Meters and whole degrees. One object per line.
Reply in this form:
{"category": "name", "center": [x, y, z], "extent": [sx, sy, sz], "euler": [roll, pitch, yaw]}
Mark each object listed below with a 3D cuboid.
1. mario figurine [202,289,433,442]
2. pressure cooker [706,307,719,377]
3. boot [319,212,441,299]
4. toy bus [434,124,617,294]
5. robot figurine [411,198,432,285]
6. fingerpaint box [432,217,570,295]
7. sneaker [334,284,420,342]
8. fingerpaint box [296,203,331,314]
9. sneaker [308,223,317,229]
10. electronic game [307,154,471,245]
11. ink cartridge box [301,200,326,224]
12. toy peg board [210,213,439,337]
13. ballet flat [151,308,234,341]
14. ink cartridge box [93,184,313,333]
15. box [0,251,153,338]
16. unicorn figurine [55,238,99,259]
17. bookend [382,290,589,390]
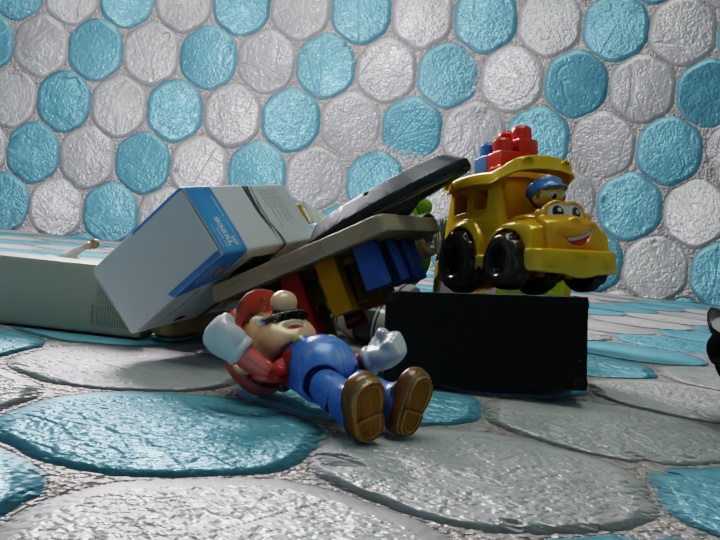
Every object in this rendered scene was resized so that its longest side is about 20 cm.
{"category": "mario figurine", "center": [-0.040, 0.057, 0.678], "extent": [0.199, 0.106, 0.124], "euler": [19, -23, 44]}
{"category": "pressure cooker", "center": [0.429, 0.059, 0.787], "extent": [0.178, 0.201, 0.176], "euler": [-8, 43, -35]}
{"category": "boot", "center": [-0.001, -0.001, 1.119], "extent": [0.199, 0.073, 0.182], "euler": [-11, 26, 22]}
{"category": "toy bus", "center": [0.180, -0.069, 0.958], "extent": [0.135, 0.193, 0.200], "euler": [4, -4, -26]}
{"category": "robot figurine", "center": [0.041, -0.043, 1.300], "extent": [0.115, 0.176, 0.200], "euler": [14, -22, 22]}
{"category": "fingerpaint box", "center": [0.214, 0.012, 1.315], "extent": [0.198, 0.168, 0.073], "euler": [4, 5, -4]}
{"category": "sneaker", "center": [0.027, 0.053, 1.186], "extent": [0.079, 0.079, 0.200], "euler": [12, 6, 18]}
{"category": "fingerpaint box", "center": [-0.093, -0.014, 1.323], "extent": [0.073, 0.168, 0.200], "euler": [-27, 8, -5]}
{"category": "sneaker", "center": [-0.099, -0.046, 1.110], "extent": [0.074, 0.082, 0.199], "euler": [-11, 9, 44]}
{"category": "electronic game", "center": [0.031, -0.070, 0.944], "extent": [0.199, 0.042, 0.200], "euler": [-29, 0, 0]}
{"category": "ink cartridge box", "center": [-0.038, -0.012, 1.333], "extent": [0.057, 0.163, 0.200], "euler": [-33, -17, 15]}
{"category": "toy peg board", "center": [-0.017, 0.023, 0.922], "extent": [0.198, 0.098, 0.200], "euler": [-22, -5, 19]}
{"category": "ballet flat", "center": [-0.180, 0.047, 1.053], "extent": [0.068, 0.064, 0.200], "euler": [4, 2, 20]}
{"category": "ink cartridge box", "center": [-0.160, -0.018, 0.930], "extent": [0.145, 0.084, 0.200], "euler": [-39, -10, 23]}
{"category": "box", "center": [-0.336, 0.027, 1.004], "extent": [0.199, 0.083, 0.068], "euler": [7, 4, 6]}
{"category": "unicorn figurine", "center": [-0.401, 0.008, 1.156], "extent": [0.137, 0.074, 0.200], "euler": [-16, -1, 34]}
{"category": "bookend", "center": [0.132, 0.071, 0.930], "extent": [0.198, 0.093, 0.199], "euler": [2, -2, 6]}
